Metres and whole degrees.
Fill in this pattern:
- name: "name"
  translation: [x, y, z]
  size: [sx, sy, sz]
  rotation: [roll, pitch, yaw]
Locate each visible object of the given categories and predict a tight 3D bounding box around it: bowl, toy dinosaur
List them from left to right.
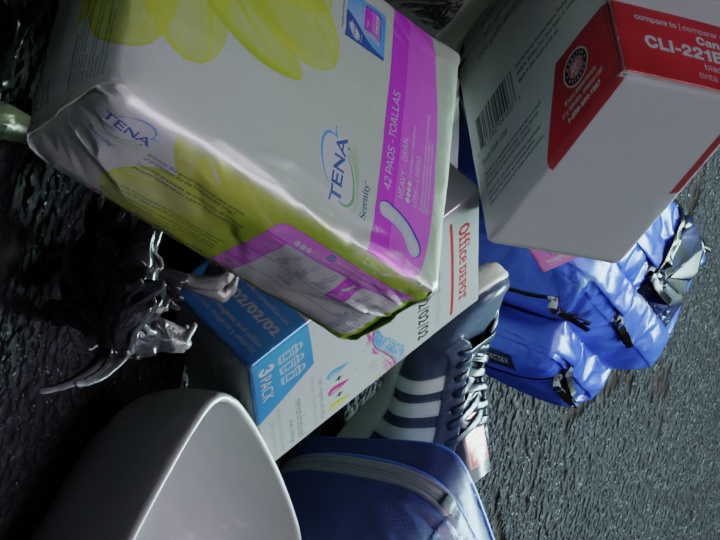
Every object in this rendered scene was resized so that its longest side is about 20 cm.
- name: "toy dinosaur"
  translation: [-0.172, -0.074, 0.999]
  size: [0.200, 0.047, 0.088]
  rotation: [-26, 129, -66]
- name: "bowl"
  translation: [-0.114, 0.172, 1.214]
  size: [0.200, 0.074, 0.200]
  rotation: [-63, 152, -28]

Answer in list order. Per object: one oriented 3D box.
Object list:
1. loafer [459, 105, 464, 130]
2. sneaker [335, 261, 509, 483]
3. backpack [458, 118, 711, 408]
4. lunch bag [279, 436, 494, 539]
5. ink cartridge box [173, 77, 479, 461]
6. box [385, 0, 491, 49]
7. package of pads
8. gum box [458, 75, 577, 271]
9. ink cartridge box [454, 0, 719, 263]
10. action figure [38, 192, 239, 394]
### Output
- name: "loafer"
  translation: [-0.006, -0.071, 1.334]
  size: [0.200, 0.063, 0.072]
  rotation: [-38, 137, -55]
- name: "sneaker"
  translation: [0.055, 0.080, 1.428]
  size: [0.075, 0.085, 0.200]
  rotation: [-28, 157, -42]
- name: "backpack"
  translation: [0.123, -0.014, 1.532]
  size: [0.168, 0.162, 0.200]
  rotation: [-66, 155, -16]
- name: "lunch bag"
  translation: [0.016, 0.200, 1.407]
  size: [0.132, 0.136, 0.200]
  rotation: [-53, 135, -42]
- name: "ink cartridge box"
  translation: [0.000, 0.000, 1.262]
  size: [0.200, 0.068, 0.115]
  rotation: [-38, 155, -19]
- name: "box"
  translation: [0.023, -0.151, 1.223]
  size: [0.068, 0.082, 0.200]
  rotation: [-40, 169, -52]
- name: "package of pads"
  translation: [-0.047, -0.075, 1.049]
  size: [0.200, 0.068, 0.155]
  rotation: [32, 48, -31]
- name: "gum box"
  translation: [0.091, -0.114, 1.405]
  size: [0.114, 0.066, 0.200]
  rotation: [50, 18, -64]
- name: "ink cartridge box"
  translation: [0.118, -0.128, 1.242]
  size: [0.144, 0.084, 0.200]
  rotation: [126, -36, -46]
- name: "action figure"
  translation: [-0.085, -0.025, 1.125]
  size: [0.102, 0.119, 0.200]
  rotation: [22, 71, -22]
